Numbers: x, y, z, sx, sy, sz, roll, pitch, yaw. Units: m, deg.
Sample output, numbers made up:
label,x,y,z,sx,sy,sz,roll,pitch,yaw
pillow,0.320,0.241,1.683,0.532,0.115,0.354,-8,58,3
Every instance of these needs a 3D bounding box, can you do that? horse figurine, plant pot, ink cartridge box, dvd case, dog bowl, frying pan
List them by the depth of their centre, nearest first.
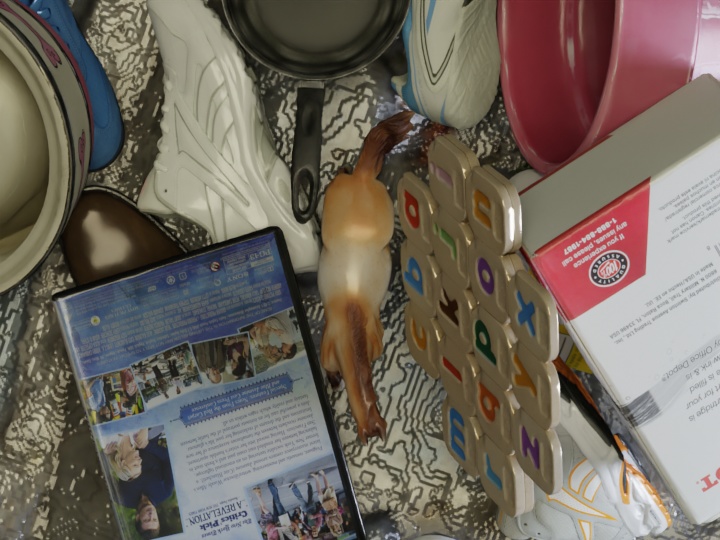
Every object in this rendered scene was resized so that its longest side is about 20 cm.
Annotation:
label,x,y,z,sx,sy,sz,roll,pitch,yaw
ink cartridge box,0.189,0.018,1.310,0.144,0.084,0.201,-32,114,1
dvd case,-0.087,0.089,1.396,0.142,0.018,0.201,-17,99,-13
plant pot,0.195,-0.154,1.398,0.178,0.200,0.202,-1,89,-16
frying pan,-0.014,-0.134,1.405,0.114,0.031,0.191,-19,85,0
dog bowl,-0.248,-0.083,1.409,0.199,0.074,0.202,6,111,17
horse figurine,0.000,0.000,1.413,0.050,0.133,0.202,5,89,2

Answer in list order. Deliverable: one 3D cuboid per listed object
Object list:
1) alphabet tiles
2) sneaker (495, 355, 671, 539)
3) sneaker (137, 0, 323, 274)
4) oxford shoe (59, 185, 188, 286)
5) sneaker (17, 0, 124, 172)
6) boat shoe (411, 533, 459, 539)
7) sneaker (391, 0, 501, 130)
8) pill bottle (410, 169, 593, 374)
label,x,y,z,sx,sy,sz,roll,pitch,yaw
alphabet tiles,0.067,0.031,1.308,0.015,0.196,0.201,-14,117,-19
sneaker,0.110,0.118,1.402,0.092,0.076,0.200,-33,132,6
sneaker,-0.099,-0.077,1.437,0.099,0.078,0.201,-24,84,0
oxford shoe,-0.120,0.033,1.437,0.072,0.084,0.201,-34,88,1
sneaker,-0.207,-0.151,1.441,0.066,0.078,0.201,-26,91,-3
boat shoe,0.105,0.215,1.442,0.202,0.086,0.075,37,117,-11
sneaker,0.055,-0.180,1.411,0.072,0.072,0.201,24,124,25
pill bottle,0.136,0.003,1.425,0.199,0.112,0.113,15,89,-1
